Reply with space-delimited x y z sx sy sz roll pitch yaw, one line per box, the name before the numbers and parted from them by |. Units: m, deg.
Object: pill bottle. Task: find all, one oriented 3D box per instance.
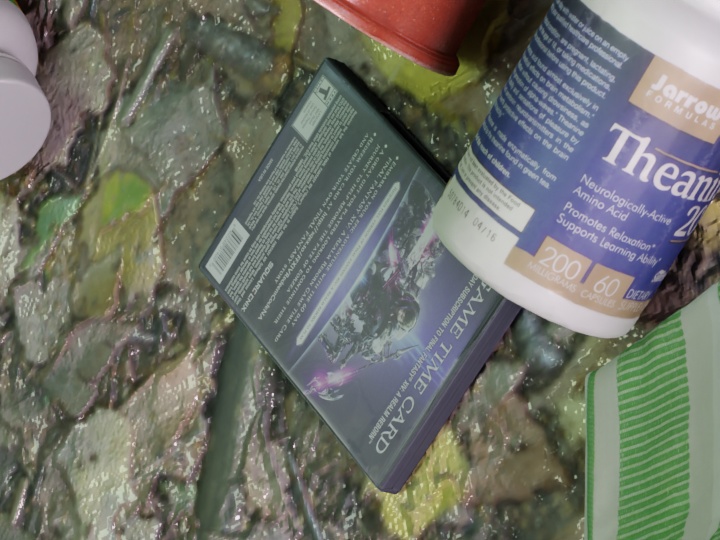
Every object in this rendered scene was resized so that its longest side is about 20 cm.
pill bottle | 0.126 -0.078 1.279 0.111 0.111 0.200 45 112 41
pill bottle | -0.263 -0.146 1.684 0.111 0.111 0.200 -52 49 23

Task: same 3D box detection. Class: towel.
towel | 0.156 0.068 1.221 0.200 0.023 0.153 -44 34 50

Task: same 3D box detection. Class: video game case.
video game case | 0.000 0.000 1.453 0.200 0.019 0.143 48 114 39

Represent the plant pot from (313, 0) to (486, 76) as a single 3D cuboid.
plant pot | 0.023 -0.235 1.377 0.195 0.201 0.201 -54 48 11
